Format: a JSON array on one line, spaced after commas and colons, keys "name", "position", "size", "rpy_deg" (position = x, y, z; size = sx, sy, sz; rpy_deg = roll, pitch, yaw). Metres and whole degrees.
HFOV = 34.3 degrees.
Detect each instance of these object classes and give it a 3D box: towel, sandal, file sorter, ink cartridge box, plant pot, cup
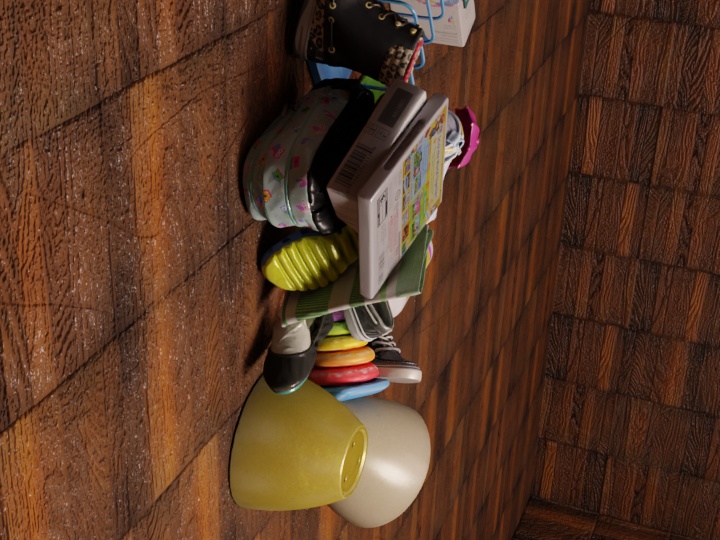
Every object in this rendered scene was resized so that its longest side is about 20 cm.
[{"name": "towel", "position": [-0.006, 0.005, 1.532], "size": [0.153, 0.199, 0.023], "rpy_deg": [-75, 147, -52]}, {"name": "sandal", "position": [-0.041, -0.039, 1.532], "size": [0.199, 0.087, 0.080], "rpy_deg": [-23, 122, -14]}, {"name": "file sorter", "position": [0.024, -0.322, 1.574], "size": [0.139, 0.122, 0.200], "rpy_deg": [71, 36, -56]}, {"name": "ink cartridge box", "position": [0.101, -0.434, 1.740], "size": [0.200, 0.116, 0.067], "rpy_deg": [73, 34, -54]}, {"name": "plant pot", "position": [-0.072, 0.246, 1.606], "size": [0.200, 0.141, 0.201], "rpy_deg": [12, 90, -72]}, {"name": "ink cartridge box", "position": [0.031, -0.116, 1.425], "size": [0.163, 0.057, 0.200], "rpy_deg": [-59, 167, -15]}, {"name": "cup", "position": [-0.016, 0.272, 1.762], "size": [0.143, 0.200, 0.201], "rpy_deg": [31, 69, -40]}]

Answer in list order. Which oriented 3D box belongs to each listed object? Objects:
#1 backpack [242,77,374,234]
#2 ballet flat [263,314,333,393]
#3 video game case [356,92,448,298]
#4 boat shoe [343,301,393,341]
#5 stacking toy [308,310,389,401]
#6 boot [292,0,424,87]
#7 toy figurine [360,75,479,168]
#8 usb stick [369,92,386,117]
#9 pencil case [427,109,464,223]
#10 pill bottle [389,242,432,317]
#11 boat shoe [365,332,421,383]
[{"name": "backpack", "position": [-0.057, -0.130, 1.449], "size": [0.200, 0.126, 0.167], "rpy_deg": [-57, 141, -46]}, {"name": "ballet flat", "position": [-0.088, 0.088, 1.575], "size": [0.200, 0.068, 0.069], "rpy_deg": [-64, 151, -62]}, {"name": "video game case", "position": [0.051, -0.088, 1.410], "size": [0.182, 0.023, 0.200], "rpy_deg": [-54, 159, -29]}, {"name": "boat shoe", "position": [0.000, 0.000, 1.666], "size": [0.072, 0.071, 0.201], "rpy_deg": [-25, 96, -54]}, {"name": "stacking toy", "position": [-0.033, 0.088, 1.715], "size": [0.110, 0.116, 0.201], "rpy_deg": [-7, 91, -44]}, {"name": "boot", "position": [0.014, -0.329, 1.419], "size": [0.204, 0.153, 0.073], "rpy_deg": [-70, 170, 24]}, {"name": "toy figurine", "position": [0.081, -0.206, 1.713], "size": [0.200, 0.183, 0.151], "rpy_deg": [-28, 127, -66]}, {"name": "usb stick", "position": [0.049, -0.147, 1.506], "size": [0.200, 0.032, 0.056], "rpy_deg": [69, 35, -53]}, {"name": "pencil case", "position": [0.083, -0.143, 1.627], "size": [0.200, 0.090, 0.083], "rpy_deg": [108, 1, -56]}, {"name": "pill bottle", "position": [0.037, 0.009, 1.841], "size": [0.200, 0.104, 0.105], "rpy_deg": [-57, 152, -48]}, {"name": "boat shoe", "position": [0.030, 0.124, 1.813], "size": [0.074, 0.200, 0.093], "rpy_deg": [12, 82, -33]}]
